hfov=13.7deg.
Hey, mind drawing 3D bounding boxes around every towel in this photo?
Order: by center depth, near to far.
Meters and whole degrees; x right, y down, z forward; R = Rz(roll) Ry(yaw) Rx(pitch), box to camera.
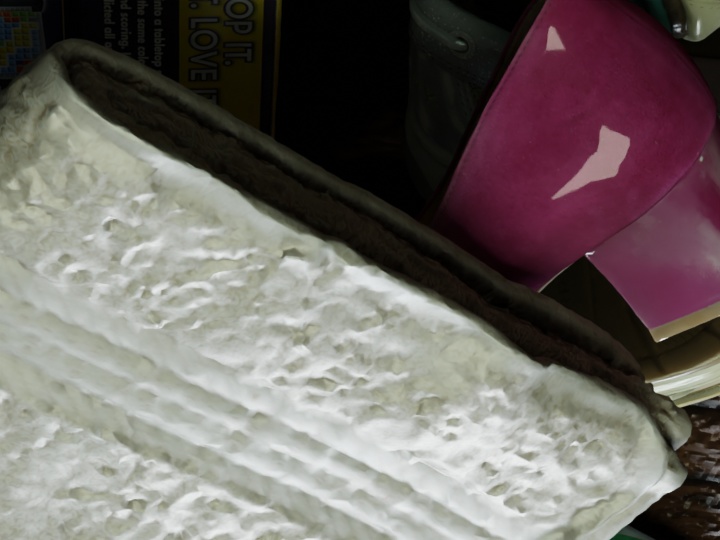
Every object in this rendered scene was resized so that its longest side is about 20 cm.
[{"bbox_3d":[-0.030,0.035,0.686,0.200,0.035,0.133,29,123,-31],"label":"towel"}]

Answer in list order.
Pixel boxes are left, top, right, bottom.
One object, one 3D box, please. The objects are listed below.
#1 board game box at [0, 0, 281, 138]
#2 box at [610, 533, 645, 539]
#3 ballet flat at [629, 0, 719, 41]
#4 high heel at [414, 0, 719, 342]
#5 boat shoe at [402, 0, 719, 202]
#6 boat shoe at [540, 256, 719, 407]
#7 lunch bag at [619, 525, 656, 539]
[{"bbox_3d":[-0.098,-0.109,0.673,0.165,0.057,0.200,-1,140,-5],"label":"board game box"},{"bbox_3d":[-0.008,0.140,0.858,0.117,0.048,0.200,16,134,-25],"label":"box"},{"bbox_3d":[0.053,-0.132,0.657,0.069,0.070,0.200,-17,140,16],"label":"ballet flat"},{"bbox_3d":[0.000,0.000,0.725,0.200,0.067,0.096,-22,125,31],"label":"high heel"},{"bbox_3d":[0.111,-0.045,0.749,0.201,0.075,0.065,5,139,5],"label":"boat shoe"},{"bbox_3d":[0.023,0.021,0.823,0.199,0.072,0.065,-10,161,21],"label":"boat shoe"},{"bbox_3d":[0.012,0.122,0.934,0.200,0.077,0.160,26,133,-30],"label":"lunch bag"}]
